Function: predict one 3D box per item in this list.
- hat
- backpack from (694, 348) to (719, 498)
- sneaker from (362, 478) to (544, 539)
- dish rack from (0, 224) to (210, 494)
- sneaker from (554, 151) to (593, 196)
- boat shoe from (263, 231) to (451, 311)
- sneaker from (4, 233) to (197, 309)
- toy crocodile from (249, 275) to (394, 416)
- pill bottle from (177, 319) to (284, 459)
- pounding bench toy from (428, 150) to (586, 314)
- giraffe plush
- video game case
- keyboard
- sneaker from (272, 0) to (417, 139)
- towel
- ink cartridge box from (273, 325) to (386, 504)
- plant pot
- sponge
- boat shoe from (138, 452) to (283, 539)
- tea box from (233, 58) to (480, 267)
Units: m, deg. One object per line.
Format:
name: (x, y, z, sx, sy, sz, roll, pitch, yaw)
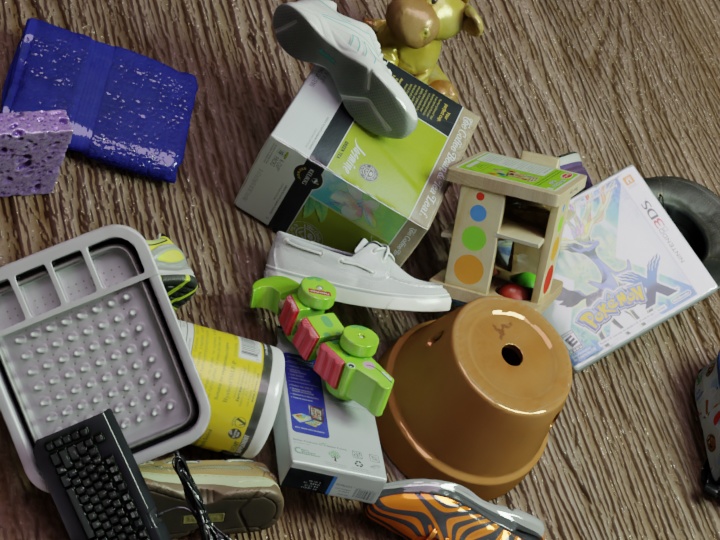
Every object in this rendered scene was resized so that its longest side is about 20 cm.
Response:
hat: (0.368, -0.025, 1.585, 0.200, 0.081, 0.201, 5, 53, -7)
backpack: (0.479, 0.162, 1.472, 0.199, 0.154, 0.191, 6, 45, -20)
sneaker: (0.095, 0.275, 1.233, 0.199, 0.078, 0.112, 18, 50, -15)
dish rack: (-0.234, 0.076, 1.108, 0.171, 0.044, 0.200, -22, 90, 0)
sneaker: (0.217, -0.082, 1.554, 0.200, 0.076, 0.088, -19, 74, -36)
boat shoe: (0.000, 0.000, 1.350, 0.199, 0.072, 0.069, 11, 94, 8)
sneaker: (-0.261, 0.003, 1.254, 0.200, 0.075, 0.077, 1, 49, -39)
toy crocodile: (-0.037, 0.070, 1.267, 0.062, 0.068, 0.200, -10, 44, -40)
pill bottle: (-0.180, 0.100, 1.193, 0.199, 0.111, 0.112, 17, 51, -13)
pounding bench toy: (0.173, -0.042, 1.431, 0.124, 0.156, 0.200, 15, 19, 19)
giraffe plush: (0.070, -0.284, 1.558, 0.172, 0.162, 0.200, 32, 50, -3)
video game case: (0.285, -0.004, 1.501, 0.200, 0.022, 0.183, -29, 73, -7)
keyboard: (-0.184, 0.213, 1.084, 0.127, 0.021, 0.200, -24, 96, 1)
sneaker: (-0.001, -0.225, 1.366, 0.200, 0.070, 0.080, 47, 48, 14)
towel: (-0.283, -0.179, 1.384, 0.199, 0.050, 0.148, 17, 59, -16)
ink cartridge box: (-0.037, 0.139, 1.264, 0.099, 0.039, 0.200, 14, 34, -18)
plant pot: (0.125, 0.120, 1.317, 0.200, 0.140, 0.201, 13, 54, -18)
sponge: (-0.386, -0.107, 1.233, 0.200, 0.112, 0.030, -8, 64, -31)
boat shoe: (-0.173, 0.200, 1.166, 0.199, 0.072, 0.076, 7, 29, -21)
tea box: (-0.001, -0.123, 1.427, 0.196, 0.134, 0.200, 31, 49, -3)
